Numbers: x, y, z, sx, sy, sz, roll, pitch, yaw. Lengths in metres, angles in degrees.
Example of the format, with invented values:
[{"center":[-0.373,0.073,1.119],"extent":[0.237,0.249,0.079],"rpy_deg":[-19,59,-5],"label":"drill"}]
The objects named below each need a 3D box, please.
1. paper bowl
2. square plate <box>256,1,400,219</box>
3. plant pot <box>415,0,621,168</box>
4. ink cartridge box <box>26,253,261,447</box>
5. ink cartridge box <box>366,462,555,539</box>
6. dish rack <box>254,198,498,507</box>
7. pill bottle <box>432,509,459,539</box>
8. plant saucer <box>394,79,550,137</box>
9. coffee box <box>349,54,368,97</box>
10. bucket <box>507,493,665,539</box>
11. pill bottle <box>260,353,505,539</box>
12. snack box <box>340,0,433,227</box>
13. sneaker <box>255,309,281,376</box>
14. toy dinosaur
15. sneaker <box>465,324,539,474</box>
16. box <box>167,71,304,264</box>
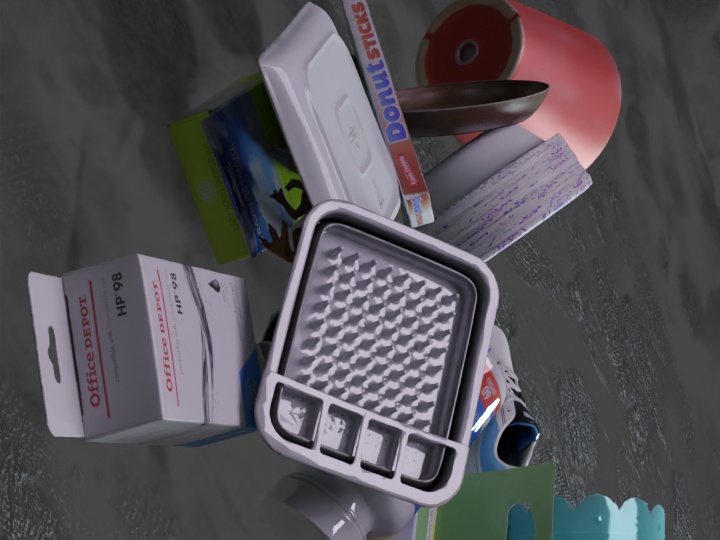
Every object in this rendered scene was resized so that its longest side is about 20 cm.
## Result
[{"center":[0.120,-0.070,1.841],"extent":[0.105,0.200,0.201],"rpy_deg":[54,22,1],"label":"paper bowl"},{"center":[-0.016,-0.103,1.482],"extent":[0.200,0.028,0.199],"rpy_deg":[-64,134,-67],"label":"square plate"},{"center":[0.165,-0.210,2.083],"extent":[0.177,0.200,0.201],"rpy_deg":[27,51,-49],"label":"plant pot"},{"center":[-0.142,0.057,1.286],"extent":[0.200,0.066,0.116],"rpy_deg":[15,63,-66],"label":"ink cartridge box"},{"center":[0.050,0.206,1.478],"extent":[0.146,0.199,0.048],"rpy_deg":[-80,150,-46],"label":"ink cartridge box"},{"center":[0.009,0.063,1.379],"extent":[0.171,0.044,0.201],"rpy_deg":[22,68,-20],"label":"dish rack"},{"center":[0.068,0.300,1.567],"extent":[0.120,0.119,0.200],"rpy_deg":[-82,149,-45],"label":"pill bottle"},{"center":[0.088,-0.158,1.829],"extent":[0.200,0.199,0.032],"rpy_deg":[-35,120,-67],"label":"plant saucer"},{"center":[-0.022,-0.129,1.628],"extent":[0.200,0.044,0.124],"rpy_deg":[-17,90,-76],"label":"coffee box"},{"center":[0.197,0.299,1.789],"extent":[0.207,0.206,0.136],"rpy_deg":[33,52,-59],"label":"bucket"},{"center":[0.016,0.135,1.452],"extent":[0.200,0.112,0.112],"rpy_deg":[-49,127,-27],"label":"pill bottle"},{"center":[0.023,-0.141,1.628],"extent":[0.072,0.024,0.201],"rpy_deg":[74,-1,-70],"label":"snack box"},{"center":[-0.035,0.052,1.542],"extent":[0.200,0.074,0.082],"rpy_deg":[-56,129,-62],"label":"sneaker"},{"center":[-0.022,-0.014,1.488],"extent":[0.106,0.060,0.201],"rpy_deg":[-13,83,-62],"label":"toy dinosaur"},{"center":[0.128,0.128,1.683],"extent":[0.072,0.072,0.201],"rpy_deg":[49,30,-39],"label":"sneaker"},{"center":[-0.093,-0.086,1.531],"extent":[0.122,0.047,0.200],"rpy_deg":[70,21,-12],"label":"box"}]
